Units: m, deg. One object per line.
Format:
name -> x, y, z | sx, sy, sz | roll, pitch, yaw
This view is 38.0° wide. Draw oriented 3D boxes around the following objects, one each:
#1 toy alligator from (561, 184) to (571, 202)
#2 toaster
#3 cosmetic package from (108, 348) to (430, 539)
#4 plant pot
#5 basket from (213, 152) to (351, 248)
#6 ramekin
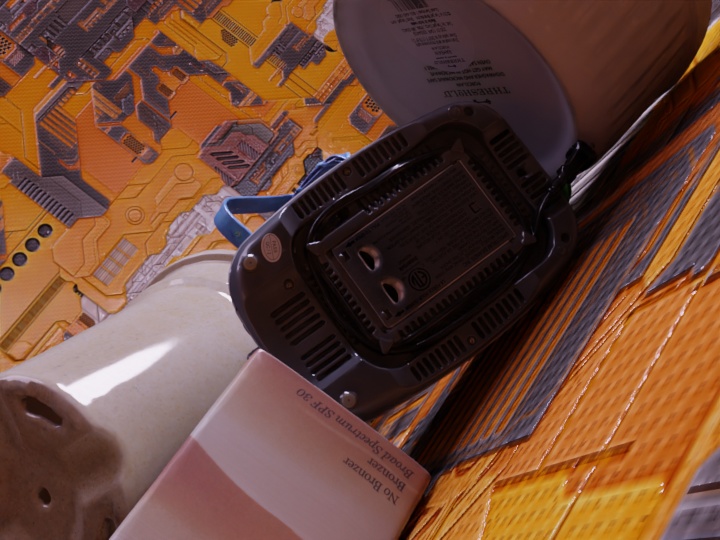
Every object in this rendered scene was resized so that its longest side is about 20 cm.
toy alligator -> 0.109, -0.052, 0.706 | 0.054, 0.060, 0.200 | -13, 4, 4
toaster -> 0.024, -0.001, 0.552 | 0.199, 0.114, 0.129 | -37, -6, -12
cosmetic package -> -0.066, 0.145, 0.430 | 0.201, 0.103, 0.087 | -55, 0, -38
plant pot -> -0.124, 0.103, 0.608 | 0.201, 0.200, 0.183 | -53, -17, 27
basket -> 0.000, 0.000, 0.810 | 0.139, 0.176, 0.200 | -52, -18, 21
ramekin -> 0.077, -0.138, 0.572 | 0.105, 0.200, 0.200 | -52, -1, -19
